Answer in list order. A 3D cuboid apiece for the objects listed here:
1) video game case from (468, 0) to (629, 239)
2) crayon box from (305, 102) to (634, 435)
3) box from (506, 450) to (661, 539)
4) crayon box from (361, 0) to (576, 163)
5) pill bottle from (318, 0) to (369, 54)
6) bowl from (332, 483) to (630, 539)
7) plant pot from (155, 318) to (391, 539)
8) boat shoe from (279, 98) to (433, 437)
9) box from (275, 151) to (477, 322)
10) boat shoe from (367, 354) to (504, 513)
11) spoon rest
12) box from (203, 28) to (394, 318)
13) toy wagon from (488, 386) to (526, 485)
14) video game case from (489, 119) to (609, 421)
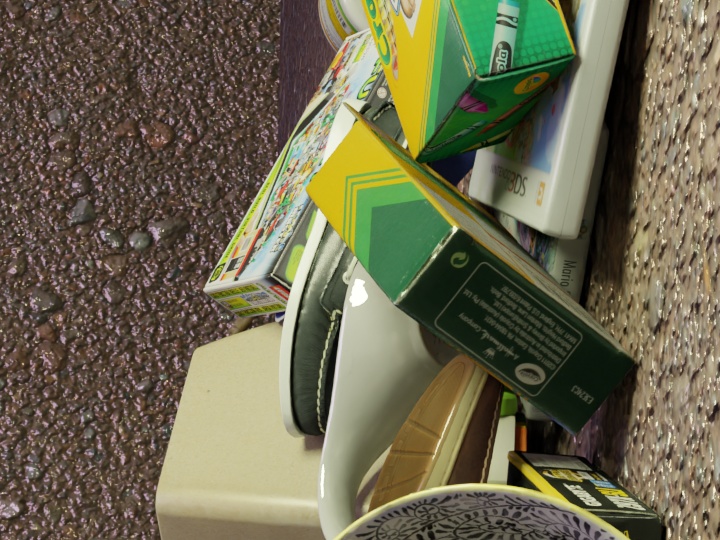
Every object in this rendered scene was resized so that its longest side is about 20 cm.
[{"bbox_3d":[0.103,-0.126,1.105,0.182,0.022,0.202,-140,61,-78],"label":"video game case"},{"bbox_3d":[0.047,-0.005,1.081,0.052,0.125,0.200,-51,26,7],"label":"crayon box"},{"bbox_3d":[0.101,0.201,1.030,0.160,0.049,0.202,-147,61,-80],"label":"box"},{"bbox_3d":[0.037,-0.172,1.080,0.119,0.058,0.202,128,126,-68],"label":"crayon box"},{"bbox_3d":[0.026,-0.204,1.568,0.200,0.110,0.112,165,108,-83],"label":"pill bottle"},{"bbox_3d":[0.065,0.186,0.906,0.094,0.199,0.203,-9,-77,-72],"label":"bowl"},{"bbox_3d":[-0.023,0.143,1.300,0.201,0.175,0.201,-79,-13,-47],"label":"plant pot"},{"bbox_3d":[0.000,0.000,1.210,0.076,0.060,0.202,27,-107,-73],"label":"boat shoe"},{"bbox_3d":[0.018,-0.056,1.316,0.200,0.032,0.121,-47,21,19],"label":"box"},{"bbox_3d":[0.042,0.144,1.060,0.072,0.071,0.202,-15,56,71],"label":"boat shoe"},{"bbox_3d":[0.015,0.073,1.161,0.099,0.060,0.202,39,-128,-40],"label":"spoon rest"},{"bbox_3d":[-0.018,-0.066,1.318,0.201,0.035,0.110,-62,20,-19],"label":"box"},{"bbox_3d":[0.073,0.146,1.187,0.200,0.039,0.157,-22,-66,-87],"label":"toy wagon"},{"bbox_3d":[0.104,-0.045,1.211,0.201,0.023,0.184,-97,12,-59],"label":"video game case"}]
